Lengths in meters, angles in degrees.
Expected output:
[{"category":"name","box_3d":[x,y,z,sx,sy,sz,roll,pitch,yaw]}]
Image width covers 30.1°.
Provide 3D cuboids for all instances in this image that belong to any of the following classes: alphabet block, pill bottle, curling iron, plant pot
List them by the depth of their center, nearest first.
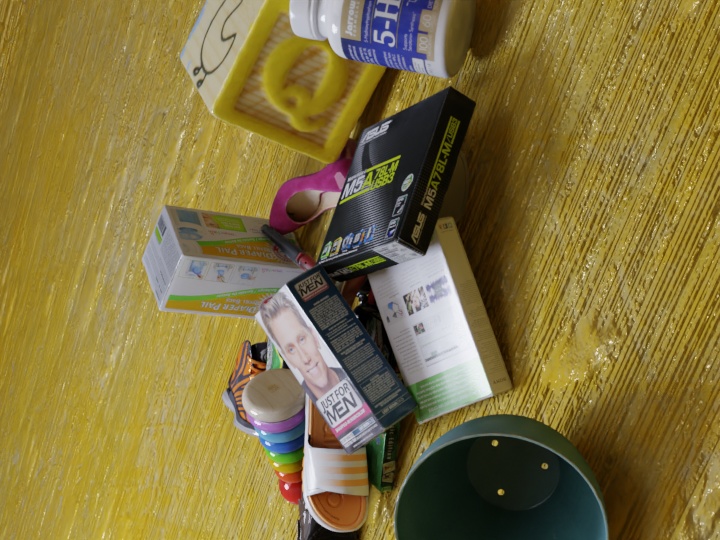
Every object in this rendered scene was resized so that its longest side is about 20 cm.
[{"category":"plant pot","box_3d":[0.142,0.220,1.292,0.135,0.199,0.201,-56,-11,-67]},{"category":"pill bottle","box_3d":[0.025,-0.300,1.559,0.199,0.120,0.121,13,96,17]},{"category":"alphabet block","box_3d":[-0.098,-0.288,1.754,0.196,0.195,0.200,-62,30,17]},{"category":"curling iron","box_3d":[-0.081,-0.006,1.810,0.200,0.049,0.026,48,157,37]}]

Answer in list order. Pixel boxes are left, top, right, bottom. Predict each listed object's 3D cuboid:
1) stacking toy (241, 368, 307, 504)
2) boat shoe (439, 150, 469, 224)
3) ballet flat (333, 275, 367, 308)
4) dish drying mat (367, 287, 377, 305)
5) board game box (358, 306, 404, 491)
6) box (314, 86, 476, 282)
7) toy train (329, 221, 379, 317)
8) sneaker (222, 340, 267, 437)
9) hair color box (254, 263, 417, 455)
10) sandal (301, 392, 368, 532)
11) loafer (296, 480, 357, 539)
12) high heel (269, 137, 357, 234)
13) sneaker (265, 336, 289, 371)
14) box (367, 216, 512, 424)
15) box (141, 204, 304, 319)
[{"category":"stacking toy","box_3d":[-0.094,0.223,1.719,0.086,0.085,0.201,-123,18,-49]},{"category":"boat shoe","box_3d":[0.071,-0.054,1.564,0.063,0.072,0.201,37,120,53]},{"category":"ballet flat","box_3d":[-0.037,0.034,1.646,0.069,0.063,0.201,-14,48,59]},{"category":"dish drying mat","box_3d":[0.043,-0.055,1.610,0.077,0.018,0.201,81,-155,-88]},{"category":"board game box","box_3d":[0.018,0.155,1.624,0.105,0.023,0.202,30,118,57]},{"category":"box","box_3d":[0.036,-0.093,1.512,0.200,0.047,0.194,-17,52,60]},{"category":"toy train","box_3d":[0.000,0.000,1.709,0.046,0.034,0.201,-40,52,35]},{"category":"sneaker","box_3d":[-0.139,0.159,1.871,0.200,0.077,0.113,32,112,58]},{"category":"hair color box","box_3d":[-0.030,0.104,1.544,0.201,0.060,0.100,56,144,6]},{"category":"sandal","box_3d":[-0.033,0.209,1.610,0.059,0.079,0.208,126,139,-72]},{"category":"loafer","box_3d":[-0.044,0.313,1.681,0.071,0.073,0.202,-159,76,-71]},{"category":"high heel","box_3d":[-0.061,-0.087,1.808,0.200,0.067,0.096,-38,39,34]},{"category":"sneaker","box_3d":[-0.090,0.131,1.772,0.085,0.077,0.202,-150,69,-78]},{"category":"box","box_3d":[0.083,0.058,1.491,0.144,0.036,0.201,-29,76,52]},{"category":"box","box_3d":[-0.187,-0.008,1.872,0.102,0.199,0.113,-62,37,32]}]
